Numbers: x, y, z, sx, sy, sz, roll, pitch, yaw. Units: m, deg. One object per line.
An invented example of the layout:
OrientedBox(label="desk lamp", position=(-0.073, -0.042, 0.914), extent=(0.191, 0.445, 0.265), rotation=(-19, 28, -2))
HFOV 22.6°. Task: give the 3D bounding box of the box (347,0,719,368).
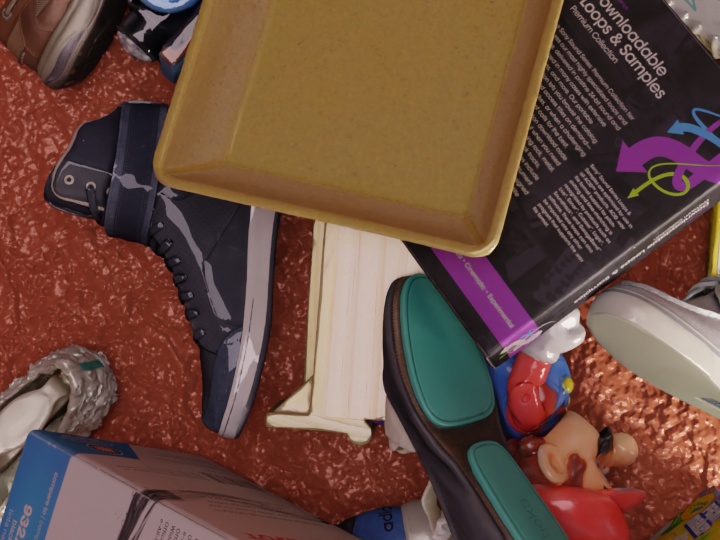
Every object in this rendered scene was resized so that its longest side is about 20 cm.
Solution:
OrientedBox(label="box", position=(0.112, -0.062, 1.002), extent=(0.199, 0.036, 0.143), rotation=(-36, 70, 2))

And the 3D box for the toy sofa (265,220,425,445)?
OrientedBox(label="toy sofa", position=(0.000, 0.000, 1.085), extent=(0.097, 0.083, 0.202), rotation=(4, 92, 2))

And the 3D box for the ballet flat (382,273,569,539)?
OrientedBox(label="ballet flat", position=(0.049, 0.100, 1.001), extent=(0.073, 0.073, 0.201), rotation=(-27, 68, 3))

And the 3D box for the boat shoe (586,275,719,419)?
OrientedBox(label="boat shoe", position=(0.210, 0.041, 1.050), extent=(0.200, 0.070, 0.072), rotation=(29, 75, -34))

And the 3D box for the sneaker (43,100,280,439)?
OrientedBox(label="sneaker", position=(-0.122, -0.004, 1.091), extent=(0.145, 0.077, 0.204), rotation=(6, 80, -7))

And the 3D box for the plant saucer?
OrientedBox(label="plant saucer", position=(0.008, -0.116, 0.996), extent=(0.199, 0.048, 0.201), rotation=(13, 79, 16))

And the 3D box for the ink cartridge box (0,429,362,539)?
OrientedBox(label="ink cartridge box", position=(-0.088, 0.166, 1.015), extent=(0.199, 0.145, 0.084), rotation=(20, 91, 43))

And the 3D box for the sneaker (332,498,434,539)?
OrientedBox(label="sneaker", position=(0.013, 0.246, 1.086), extent=(0.110, 0.077, 0.201), rotation=(-12, 88, 1))

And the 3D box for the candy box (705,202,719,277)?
OrientedBox(label="candy box", position=(0.269, -0.090, 1.099), extent=(0.101, 0.026, 0.202), rotation=(5, 90, 7))

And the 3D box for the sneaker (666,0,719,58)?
OrientedBox(label="sneaker", position=(0.204, -0.164, 1.062), extent=(0.080, 0.070, 0.201), rotation=(-23, 78, 4))

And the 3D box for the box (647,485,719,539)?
OrientedBox(label="box", position=(0.177, 0.237, 1.015), extent=(0.192, 0.200, 0.122), rotation=(-41, 87, 3))

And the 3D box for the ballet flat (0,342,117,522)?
OrientedBox(label="ballet flat", position=(-0.234, 0.120, 1.111), extent=(0.072, 0.072, 0.200), rotation=(43, 93, 3))

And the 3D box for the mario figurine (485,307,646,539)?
OrientedBox(label="mario figurine", position=(0.117, 0.074, 1.060), extent=(0.106, 0.123, 0.201), rotation=(-29, 72, 29))

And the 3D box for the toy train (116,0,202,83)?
OrientedBox(label="toy train", position=(-0.054, -0.187, 1.084), extent=(0.114, 0.087, 0.200), rotation=(42, 83, 0))

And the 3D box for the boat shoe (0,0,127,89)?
OrientedBox(label="boat shoe", position=(-0.160, -0.211, 1.105), extent=(0.072, 0.076, 0.201), rotation=(31, 90, 5))
